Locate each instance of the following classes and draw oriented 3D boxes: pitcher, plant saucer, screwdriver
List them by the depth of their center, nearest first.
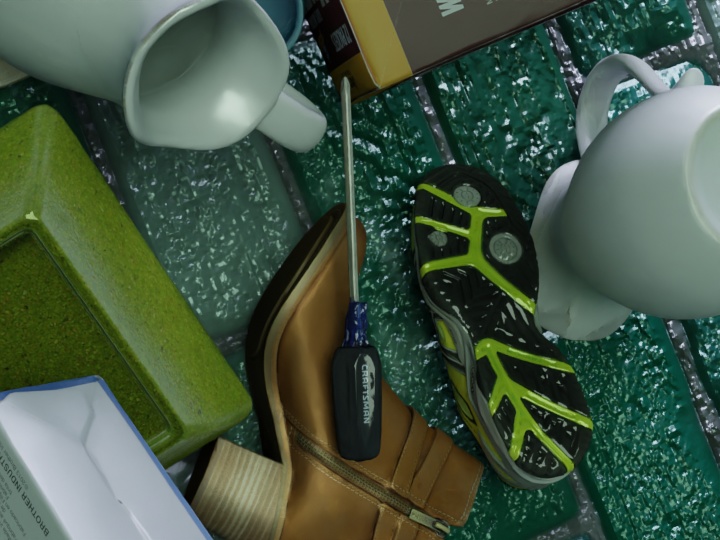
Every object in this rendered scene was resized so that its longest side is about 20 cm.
[{"bbox_3d":[-0.181,0.056,0.784,0.199,0.048,0.200,-32,113,1],"label":"plant saucer"},{"bbox_3d":[-0.115,-0.134,0.802,0.200,0.171,0.122,41,96,30],"label":"pitcher"},{"bbox_3d":[0.000,0.000,0.837,0.029,0.028,0.202,3,93,9],"label":"screwdriver"},{"bbox_3d":[0.167,-0.055,0.893,0.120,0.200,0.173,6,80,-17],"label":"pitcher"}]

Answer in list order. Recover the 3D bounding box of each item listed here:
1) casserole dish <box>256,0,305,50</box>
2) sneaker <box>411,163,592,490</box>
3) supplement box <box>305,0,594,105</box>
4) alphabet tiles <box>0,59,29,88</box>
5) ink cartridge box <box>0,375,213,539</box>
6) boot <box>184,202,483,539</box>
[{"bbox_3d":[-0.098,-0.189,0.871,0.120,0.039,0.201,-19,97,25],"label":"casserole dish"},{"bbox_3d":[0.068,0.034,0.920,0.075,0.077,0.202,-7,67,-17],"label":"sneaker"},{"bbox_3d":[0.050,-0.223,0.885,0.199,0.133,0.199,-24,95,-7],"label":"supplement box"},{"bbox_3d":[-0.198,-0.210,0.894,0.199,0.015,0.197,-25,90,-19],"label":"alphabet tiles"},{"bbox_3d":[-0.154,0.165,0.710,0.076,0.200,0.137,-2,47,-53],"label":"ink cartridge box"},{"bbox_3d":[0.004,0.078,0.892,0.154,0.074,0.201,23,88,-13],"label":"boot"}]
